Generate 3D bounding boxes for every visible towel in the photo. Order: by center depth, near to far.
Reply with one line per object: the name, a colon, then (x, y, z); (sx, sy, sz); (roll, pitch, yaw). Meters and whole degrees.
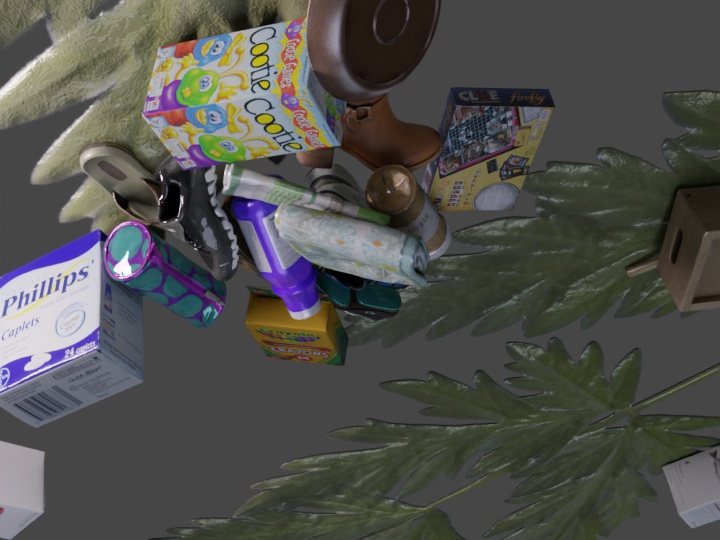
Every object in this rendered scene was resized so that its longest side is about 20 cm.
towel: (-0.004, -0.025, 1.296); (0.169, 0.049, 0.200); (13, 172, 9)
towel: (-0.071, -0.080, 1.300); (0.198, 0.031, 0.149); (18, 179, -8)

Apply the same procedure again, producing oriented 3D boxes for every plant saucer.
plant saucer: (0.025, -0.272, 1.150); (0.199, 0.032, 0.202); (-30, 134, -36)

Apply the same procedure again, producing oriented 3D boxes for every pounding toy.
pounding toy: (0.529, -0.032, 1.636); (0.182, 0.143, 0.201); (-5, 133, -8)

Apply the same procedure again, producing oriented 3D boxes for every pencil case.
pencil case: (-0.262, 0.007, 1.479); (0.092, 0.086, 0.200); (10, 164, 32)

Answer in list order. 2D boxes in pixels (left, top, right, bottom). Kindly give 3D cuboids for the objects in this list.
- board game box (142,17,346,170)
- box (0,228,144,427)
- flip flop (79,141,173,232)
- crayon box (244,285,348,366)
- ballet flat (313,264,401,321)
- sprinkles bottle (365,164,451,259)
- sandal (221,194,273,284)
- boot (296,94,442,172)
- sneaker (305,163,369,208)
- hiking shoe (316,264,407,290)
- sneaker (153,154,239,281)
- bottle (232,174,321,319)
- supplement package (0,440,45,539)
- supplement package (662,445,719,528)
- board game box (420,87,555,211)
board game box: (-0.125, -0.195, 1.210); (0.198, 0.104, 0.105); (-7, 146, 20)
box: (-0.394, 0.078, 1.457); (0.183, 0.201, 0.105); (-23, 140, 16)
flip flop: (-0.276, -0.094, 1.382); (0.081, 0.058, 0.200); (-28, 140, 21)
crayon box: (-0.096, 0.085, 1.607); (0.126, 0.051, 0.200); (5, 158, 12)
ballet flat: (-0.026, 0.040, 1.621); (0.199, 0.069, 0.068); (23, 142, -37)
sprinkles bottle: (0.065, -0.072, 1.394); (0.068, 0.069, 0.200); (-19, 159, 11)
sandal: (-0.146, -0.036, 1.495); (0.054, 0.082, 0.200); (2, 155, 26)
boot: (0.019, -0.195, 1.318); (0.198, 0.074, 0.156); (-5, 137, -16)
sneaker: (0.006, -0.053, 1.461); (0.075, 0.116, 0.200); (-34, 138, 29)
hiking shoe: (0.000, 0.000, 1.554); (0.199, 0.087, 0.074); (22, 133, -37)
sneaker: (-0.214, -0.064, 1.370); (0.090, 0.066, 0.202); (-34, 129, -32)
bottle: (-0.104, -0.027, 1.445); (0.065, 0.084, 0.201); (5, 129, 35)
supplement package: (-0.653, 0.364, 1.836); (0.199, 0.121, 0.121); (23, 131, -38)
supplement package: (0.779, 0.459, 2.341); (0.199, 0.118, 0.117); (-26, 141, 19)
board game box: (0.163, -0.157, 1.434); (0.134, 0.035, 0.201); (-1, 142, -13)
